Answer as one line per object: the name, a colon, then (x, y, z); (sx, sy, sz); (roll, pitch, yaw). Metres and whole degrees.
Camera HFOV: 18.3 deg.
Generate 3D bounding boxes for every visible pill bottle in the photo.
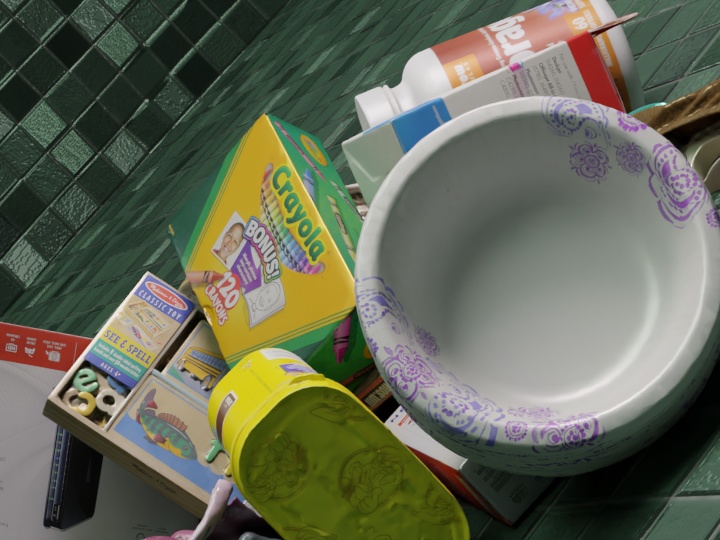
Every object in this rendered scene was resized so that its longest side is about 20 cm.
pill bottle: (0.102, -0.126, 1.675); (0.200, 0.112, 0.112); (-22, 13, -3)

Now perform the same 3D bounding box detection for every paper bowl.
paper bowl: (0.101, 0.014, 1.227); (0.201, 0.201, 0.104); (-46, -19, -7)

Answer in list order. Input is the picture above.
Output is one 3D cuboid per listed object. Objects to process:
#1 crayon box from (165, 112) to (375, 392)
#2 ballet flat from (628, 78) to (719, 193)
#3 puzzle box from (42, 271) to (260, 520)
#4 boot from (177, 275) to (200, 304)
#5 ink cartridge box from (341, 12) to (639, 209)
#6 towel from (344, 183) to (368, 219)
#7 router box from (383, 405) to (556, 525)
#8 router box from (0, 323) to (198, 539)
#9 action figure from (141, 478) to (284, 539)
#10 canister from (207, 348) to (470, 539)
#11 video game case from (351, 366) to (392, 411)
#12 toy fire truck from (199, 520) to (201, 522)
crayon box: (-0.051, 0.001, 1.543); (0.119, 0.058, 0.200); (-47, 45, 20)
ballet flat: (0.219, -0.078, 1.447); (0.200, 0.068, 0.072); (-23, 44, 49)
puzzle box: (-0.103, 0.102, 1.563); (0.133, 0.200, 0.025); (-55, -5, -35)
boot: (-0.075, 0.063, 1.678); (0.073, 0.155, 0.200); (-42, 14, 12)
ink cartridge box: (0.100, -0.104, 1.535); (0.200, 0.067, 0.116); (-25, 3, -18)
towel: (-0.005, -0.032, 1.681); (0.199, 0.035, 0.133); (-3, -15, 16)
router box: (0.116, 0.052, 1.361); (0.200, 0.049, 0.179); (-46, 13, -7)
router box: (-0.210, 0.139, 1.595); (0.049, 0.200, 0.180); (-17, 65, 63)
action figure: (-0.113, 0.207, 1.405); (0.134, 0.149, 0.200); (-55, 29, -17)
canister: (-0.020, 0.122, 1.353); (0.087, 0.149, 0.200); (-45, 11, -3)
video game case: (0.046, 0.029, 1.524); (0.200, 0.017, 0.143); (-43, 12, 36)
toy fire truck: (-0.214, 0.187, 1.695); (0.200, 0.168, 0.112); (-47, 13, -11)
